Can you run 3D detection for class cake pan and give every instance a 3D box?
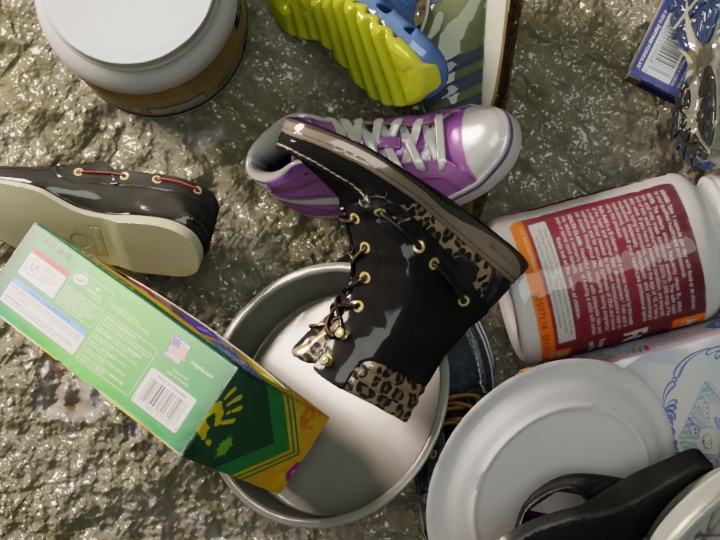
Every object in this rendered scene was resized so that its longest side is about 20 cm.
[{"bbox_3d":[-0.022,0.094,1.202,0.199,0.037,0.201,-8,70,22],"label":"cake pan"}]

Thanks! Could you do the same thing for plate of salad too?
[{"bbox_3d":[0.135,0.153,1.160,0.199,0.048,0.201,-8,112,-21],"label":"plate of salad"}]

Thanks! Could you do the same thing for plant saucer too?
[{"bbox_3d":[0.257,0.194,1.153,0.200,0.200,0.050,-40,50,-2],"label":"plant saucer"}]

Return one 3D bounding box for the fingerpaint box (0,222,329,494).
[{"bbox_3d":[-0.141,0.063,1.144,0.200,0.167,0.074,33,87,27],"label":"fingerpaint box"}]

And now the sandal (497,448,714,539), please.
[{"bbox_3d":[0.159,0.169,1.123,0.200,0.076,0.048,-16,46,-32],"label":"sandal"}]

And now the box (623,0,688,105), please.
[{"bbox_3d":[0.321,-0.159,1.257,0.199,0.032,0.122,27,88,2],"label":"box"}]

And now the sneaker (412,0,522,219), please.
[{"bbox_3d":[0.065,-0.140,1.244,0.089,0.067,0.201,10,93,15],"label":"sneaker"}]

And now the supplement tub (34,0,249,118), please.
[{"bbox_3d":[-0.156,-0.193,1.169,0.144,0.200,0.145,0,88,-1],"label":"supplement tub"}]

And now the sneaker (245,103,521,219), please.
[{"bbox_3d":[0.010,-0.084,1.169,0.200,0.114,0.073,-14,69,27],"label":"sneaker"}]

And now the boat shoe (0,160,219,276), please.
[{"bbox_3d":[-0.207,-0.047,1.235,0.200,0.074,0.063,10,49,10],"label":"boat shoe"}]

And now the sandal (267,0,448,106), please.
[{"bbox_3d":[0.008,-0.193,1.201,0.087,0.080,0.200,-27,47,-19],"label":"sandal"}]

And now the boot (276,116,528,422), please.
[{"bbox_3d":[0.000,0.000,1.120,0.200,0.073,0.151,32,93,-17],"label":"boot"}]

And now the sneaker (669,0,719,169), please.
[{"bbox_3d":[0.285,-0.169,1.213,0.085,0.077,0.201,9,80,-20],"label":"sneaker"}]

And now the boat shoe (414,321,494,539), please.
[{"bbox_3d":[0.073,0.116,1.214,0.070,0.091,0.201,-4,88,-1],"label":"boat shoe"}]

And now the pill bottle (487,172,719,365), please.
[{"bbox_3d":[0.203,-0.007,1.210,0.199,0.114,0.115,-14,88,-1],"label":"pill bottle"}]

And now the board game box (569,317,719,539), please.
[{"bbox_3d":[0.276,0.138,1.217,0.198,0.043,0.201,-14,103,-2],"label":"board game box"}]
